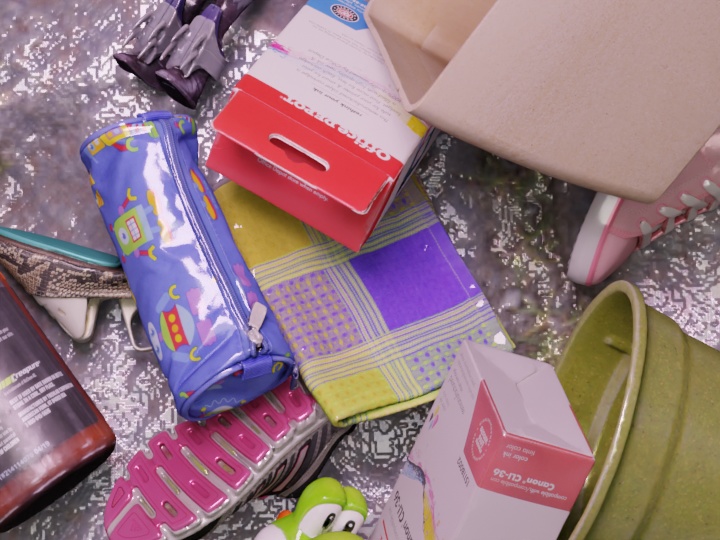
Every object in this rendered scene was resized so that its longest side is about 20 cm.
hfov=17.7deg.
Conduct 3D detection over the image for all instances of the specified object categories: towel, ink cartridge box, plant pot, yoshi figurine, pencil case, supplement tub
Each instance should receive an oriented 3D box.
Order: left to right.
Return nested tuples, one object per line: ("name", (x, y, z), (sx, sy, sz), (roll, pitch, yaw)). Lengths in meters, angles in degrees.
("supplement tub", (-0.254, 0.063, 1.500), (0.107, 0.107, 0.200), (-35, 84, -3))
("pencil case", (-0.109, -0.006, 1.453), (0.078, 0.087, 0.201), (-11, 71, -39))
("yoshi figurine", (-0.051, 0.230, 1.458), (0.112, 0.112, 0.201), (33, 100, 18))
("ink cartridge box", (-0.019, -0.092, 1.471), (0.116, 0.200, 0.067), (30, 129, 4))
("towel", (0.000, 0.000, 1.497), (0.143, 0.023, 0.201), (-17, 63, -20))
("ink cartridge box", (0.064, 0.161, 1.439), (0.067, 0.117, 0.201), (16, 113, -18))
("plant pot", (0.142, -0.159, 1.417), (0.177, 0.200, 0.200), (33, 105, -20))
("plant pot", (0.216, 0.130, 1.456), (0.183, 0.200, 0.202), (18, 84, -9))

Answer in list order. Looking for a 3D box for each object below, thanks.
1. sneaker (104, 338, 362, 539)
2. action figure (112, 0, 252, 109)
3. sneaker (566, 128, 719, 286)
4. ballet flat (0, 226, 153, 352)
("sneaker", (-0.074, 0.126, 1.496), (0.200, 0.088, 0.074), (-39, 57, -12))
("action figure", (-0.081, -0.205, 1.535), (0.130, 0.069, 0.201), (28, 82, 34))
("sneaker", (0.222, -0.060, 1.519), (0.104, 0.075, 0.201), (32, 81, 9))
("ballet flat", (-0.153, 0.016, 1.527), (0.199, 0.068, 0.076), (5, 94, -2))
